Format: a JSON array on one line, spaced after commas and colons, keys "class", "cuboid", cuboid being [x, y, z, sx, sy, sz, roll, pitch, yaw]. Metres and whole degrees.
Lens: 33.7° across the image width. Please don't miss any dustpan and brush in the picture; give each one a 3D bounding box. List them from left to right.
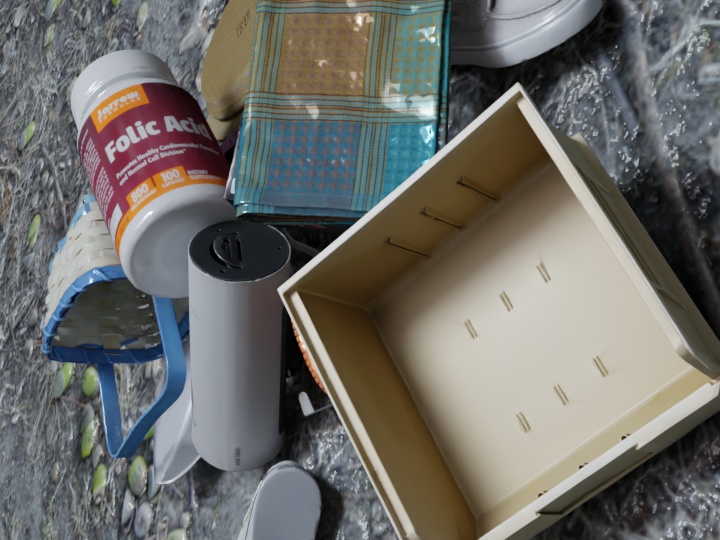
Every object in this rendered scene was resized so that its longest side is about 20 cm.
[{"class": "dustpan and brush", "cuboid": [-0.128, 0.089, 1.087, 0.201, 0.057, 0.140, -60, 25, 29]}]

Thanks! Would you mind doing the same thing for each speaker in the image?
[{"class": "speaker", "cuboid": [-0.098, 0.062, 0.948, 0.081, 0.080, 0.202, -123, 30, -48]}]

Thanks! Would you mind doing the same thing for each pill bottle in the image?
[{"class": "pill bottle", "cuboid": [-0.170, -0.086, 0.990, 0.115, 0.113, 0.201, -52, 48, 27]}]

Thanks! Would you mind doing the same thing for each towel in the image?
[{"class": "towel", "cuboid": [-0.010, -0.128, 0.813, 0.144, 0.022, 0.203, 1, 74, 12]}]

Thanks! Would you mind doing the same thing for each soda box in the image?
[{"class": "soda box", "cuboid": [0.010, -0.057, 0.838, 0.197, 0.071, 0.064, 10, 79, 14]}]

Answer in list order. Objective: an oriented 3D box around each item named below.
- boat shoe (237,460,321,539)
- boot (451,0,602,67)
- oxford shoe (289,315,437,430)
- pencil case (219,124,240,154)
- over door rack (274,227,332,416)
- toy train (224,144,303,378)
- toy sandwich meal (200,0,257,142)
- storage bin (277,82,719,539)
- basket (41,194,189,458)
[{"class": "boat shoe", "cuboid": [-0.078, 0.249, 0.944, 0.070, 0.070, 0.203, -169, 91, -82]}, {"class": "boot", "cuboid": [0.079, -0.204, 0.858, 0.074, 0.096, 0.199, -49, 28, -23]}, {"class": "oxford shoe", "cuboid": [0.024, 0.078, 0.829, 0.073, 0.071, 0.201, -44, 72, 17]}, {"class": "pencil case", "cuboid": [-0.099, -0.080, 1.080, 0.199, 0.087, 0.088, -38, 48, 38]}, {"class": "over door rack", "cuboid": [0.000, 0.000, 0.937, 0.147, 0.066, 0.203, -27, 69, 46]}, {"class": "toy train", "cuboid": [-0.086, -0.008, 1.012, 0.046, 0.034, 0.203, -9, 93, 50]}, {"class": "toy sandwich meal", "cuboid": [-0.085, -0.214, 1.134, 0.205, 0.070, 0.207, -41, 35, 38]}, {"class": "storage bin", "cuboid": [0.084, 0.040, 0.704, 0.199, 0.093, 0.200, -39, 62, 21]}, {"class": "basket", "cuboid": [-0.203, 0.045, 1.049, 0.176, 0.137, 0.202, -44, 49, 49]}]
